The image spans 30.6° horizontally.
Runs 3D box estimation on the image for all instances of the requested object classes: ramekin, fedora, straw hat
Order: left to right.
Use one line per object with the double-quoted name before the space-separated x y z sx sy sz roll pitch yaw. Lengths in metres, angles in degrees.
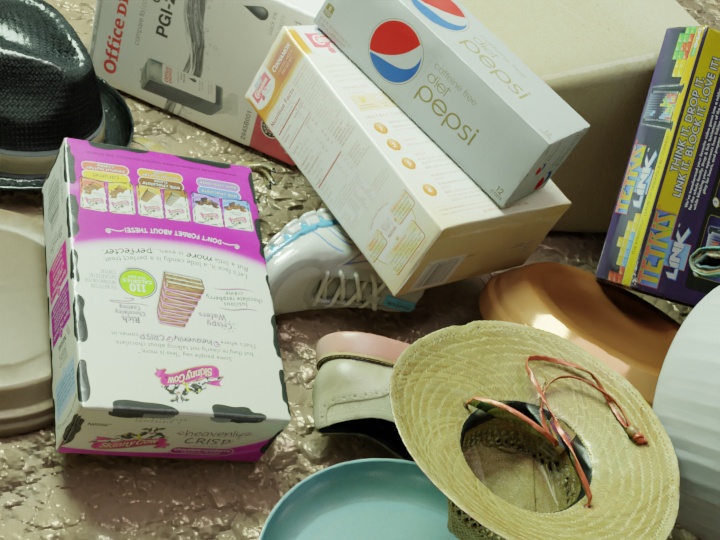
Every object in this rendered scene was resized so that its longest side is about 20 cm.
"fedora" -0.265 -0.148 0.985 0.199 0.092 0.201 9 41 -8
"straw hat" 0.094 0.126 0.801 0.200 0.085 0.202 17 36 -13
"ramekin" 0.278 0.099 0.867 0.200 0.202 0.097 -21 22 -39

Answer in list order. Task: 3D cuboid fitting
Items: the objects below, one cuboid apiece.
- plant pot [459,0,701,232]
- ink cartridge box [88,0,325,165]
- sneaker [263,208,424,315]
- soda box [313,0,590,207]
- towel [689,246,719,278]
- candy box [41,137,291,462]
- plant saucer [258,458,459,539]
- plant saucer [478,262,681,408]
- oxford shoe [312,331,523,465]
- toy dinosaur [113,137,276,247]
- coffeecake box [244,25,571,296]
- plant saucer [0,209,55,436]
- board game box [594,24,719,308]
"plant pot" 0.148 -0.152 1.111 0.176 0.201 0.201 -12 49 -22
"ink cartridge box" -0.113 -0.197 1.073 0.199 0.146 0.085 25 40 6
"sneaker" 0.000 0.000 0.959 0.199 0.075 0.087 -25 62 -41
"soda box" 0.063 -0.141 0.936 0.200 0.064 0.068 46 36 14
"towel" 0.342 -0.011 0.910 0.199 0.146 0.022 -1 86 -41
"candy box" -0.129 0.019 0.845 0.135 0.061 0.201 8 52 -27
"plant saucer" 0.031 0.198 0.779 0.198 0.028 0.201 12 41 -10
"plant saucer" 0.182 0.051 0.956 0.199 0.038 0.200 22 21 -9
"oxford shoe" 0.060 0.103 0.882 0.198 0.071 0.074 14 61 -7
"toy dinosaur" -0.118 -0.058 0.982 0.100 0.058 0.201 -5 46 -26
"coffeecake box" 0.034 -0.089 0.971 0.153 0.073 0.200 -12 58 -45
"plant saucer" -0.250 0.023 0.855 0.198 0.030 0.201 12 41 -11
"board game box" 0.286 -0.066 1.010 0.164 0.202 0.057 15 3 -20
